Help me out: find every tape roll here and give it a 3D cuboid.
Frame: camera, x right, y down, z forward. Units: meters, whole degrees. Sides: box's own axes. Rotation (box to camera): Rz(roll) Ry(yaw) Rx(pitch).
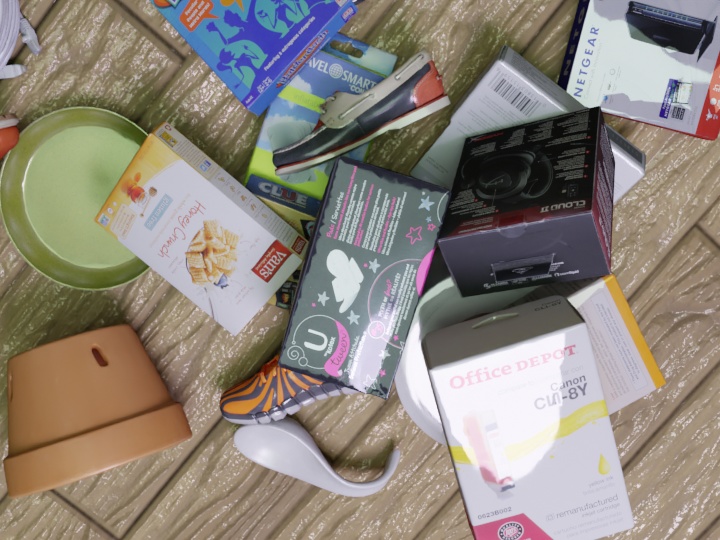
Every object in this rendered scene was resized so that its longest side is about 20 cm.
[{"bbox_3d":[0.130,0.080,0.950,0.199,0.139,0.207,0,103,-1],"label":"tape roll"}]

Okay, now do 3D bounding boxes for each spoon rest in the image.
[{"bbox_3d":[-0.053,0.219,1.008,0.196,0.061,0.100,14,140,-6],"label":"spoon rest"}]

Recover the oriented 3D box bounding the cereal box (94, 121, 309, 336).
[{"bbox_3d":[-0.167,-0.039,0.909,0.199,0.040,0.144,40,125,-8],"label":"cereal box"}]

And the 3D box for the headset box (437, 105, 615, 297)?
[{"bbox_3d":[0.165,-0.062,0.837,0.147,0.202,0.078,-11,127,25],"label":"headset box"}]

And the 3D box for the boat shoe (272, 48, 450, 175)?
[{"bbox_3d":[-0.006,-0.157,0.882,0.197,0.071,0.063,-26,99,0],"label":"boat shoe"}]

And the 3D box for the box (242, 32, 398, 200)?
[{"bbox_3d":[-0.045,-0.157,0.942,0.120,0.048,0.203,19,102,-6],"label":"box"}]

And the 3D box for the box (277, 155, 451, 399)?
[{"bbox_3d":[0.000,0.000,0.841,0.113,0.132,0.203,17,96,-3],"label":"box"}]

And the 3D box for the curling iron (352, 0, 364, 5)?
[{"bbox_3d":[0.068,-0.345,0.911,0.198,0.026,0.050,-34,138,10],"label":"curling iron"}]

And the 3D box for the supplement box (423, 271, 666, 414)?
[{"bbox_3d":[0.176,0.095,0.846,0.198,0.074,0.127,-29,102,5],"label":"supplement box"}]

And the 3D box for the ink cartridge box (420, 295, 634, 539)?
[{"bbox_3d":[0.147,0.144,0.775,0.143,0.084,0.203,-16,104,2],"label":"ink cartridge box"}]

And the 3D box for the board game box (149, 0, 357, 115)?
[{"bbox_3d":[-0.124,-0.287,0.887,0.152,0.045,0.200,-44,83,8],"label":"board game box"}]

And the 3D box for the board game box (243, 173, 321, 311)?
[{"bbox_3d":[-0.049,-0.010,0.952,0.197,0.035,0.137,21,127,-6],"label":"board game box"}]

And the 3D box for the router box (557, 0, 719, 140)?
[{"bbox_3d":[0.321,-0.259,0.927,0.176,0.049,0.204,12,102,-4],"label":"router box"}]

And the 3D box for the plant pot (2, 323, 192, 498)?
[{"bbox_3d":[-0.296,0.145,0.939,0.197,0.200,0.142,-17,85,2],"label":"plant pot"}]

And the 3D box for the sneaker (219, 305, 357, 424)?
[{"bbox_3d":[-0.078,0.094,0.967,0.197,0.078,0.113,-20,116,3],"label":"sneaker"}]

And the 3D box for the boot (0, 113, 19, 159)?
[{"bbox_3d":[-0.422,-0.087,0.926,0.198,0.075,0.108,-31,95,21],"label":"boot"}]

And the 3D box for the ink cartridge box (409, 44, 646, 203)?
[{"bbox_3d":[0.181,-0.117,0.950,0.199,0.044,0.174,35,130,-8],"label":"ink cartridge box"}]

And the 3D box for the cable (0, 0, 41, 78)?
[{"bbox_3d":[-0.458,-0.278,0.894,0.197,0.069,0.203,-19,102,3],"label":"cable"}]

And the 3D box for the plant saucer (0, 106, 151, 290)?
[{"bbox_3d":[-0.299,-0.080,0.961,0.196,0.031,0.204,0,101,0],"label":"plant saucer"}]
